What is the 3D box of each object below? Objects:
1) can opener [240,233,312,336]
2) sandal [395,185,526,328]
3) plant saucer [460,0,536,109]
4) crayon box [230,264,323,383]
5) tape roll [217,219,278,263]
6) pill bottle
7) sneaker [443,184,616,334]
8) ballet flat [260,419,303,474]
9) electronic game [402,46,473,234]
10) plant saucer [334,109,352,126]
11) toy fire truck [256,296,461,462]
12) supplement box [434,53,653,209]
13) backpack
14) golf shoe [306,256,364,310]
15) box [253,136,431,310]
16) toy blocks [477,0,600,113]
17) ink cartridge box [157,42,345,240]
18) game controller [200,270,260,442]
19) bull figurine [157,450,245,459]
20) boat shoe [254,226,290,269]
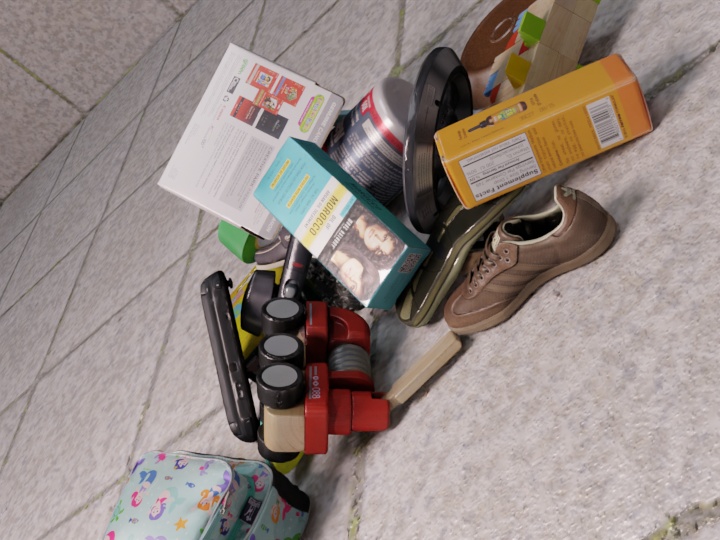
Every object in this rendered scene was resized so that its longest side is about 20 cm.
[{"bbox_3d":[-0.076,-0.009,1.301,0.063,0.078,0.201,-124,52,-68],"label":"can opener"},{"bbox_3d":[0.108,-0.024,1.181,0.201,0.057,0.080,-56,27,19],"label":"sandal"},{"bbox_3d":[0.188,-0.292,1.426,0.200,0.037,0.201,-40,28,26],"label":"plant saucer"},{"bbox_3d":[-0.115,0.052,1.470,0.127,0.051,0.200,-48,25,9],"label":"crayon box"},{"bbox_3d":[-0.110,-0.101,1.549,0.200,0.048,0.200,-47,-11,-12],"label":"tape roll"},{"bbox_3d":[0.006,-0.135,1.424,0.200,0.119,0.120,-41,26,32],"label":"pill bottle"},{"bbox_3d":[0.142,-0.015,1.077,0.200,0.075,0.071,-36,28,30],"label":"sneaker"},{"bbox_3d":[-0.070,0.140,1.264,0.067,0.067,0.200,-23,31,14],"label":"ballet flat"},{"bbox_3d":[0.082,-0.138,1.224,0.041,0.200,0.200,8,54,18],"label":"electronic game"},{"bbox_3d":[0.009,-0.202,1.498,0.199,0.019,0.070,1,13,21],"label":"plant saucer"},{"bbox_3d":[-0.004,0.097,1.168,0.176,0.199,0.129,-93,5,-57],"label":"toy fire truck"},{"bbox_3d":[0.176,-0.136,1.113,0.199,0.069,0.067,-21,32,8],"label":"supplement box"},{"bbox_3d":[-0.163,0.280,1.124,0.177,0.151,0.200,1,62,40],"label":"backpack"},{"bbox_3d":[0.000,0.000,1.335,0.094,0.078,0.200,-34,15,-19],"label":"golf shoe"},{"bbox_3d":[-0.023,-0.052,1.214,0.200,0.049,0.082,44,110,28],"label":"box"},{"bbox_3d":[0.190,-0.224,1.278,0.201,0.100,0.137,-69,15,-14],"label":"toy blocks"},{"bbox_3d":[-0.122,-0.149,1.409,0.200,0.175,0.084,-62,-19,0],"label":"ink cartridge box"},{"bbox_3d":[-0.149,0.102,1.329,0.042,0.201,0.104,-12,-9,-4],"label":"game controller"},{"bbox_3d":[-0.198,0.260,1.315,0.200,0.065,0.122,-18,43,52],"label":"bull figurine"},{"bbox_3d":[-0.062,-0.054,1.406,0.200,0.063,0.073,-20,8,39],"label":"boat shoe"}]
